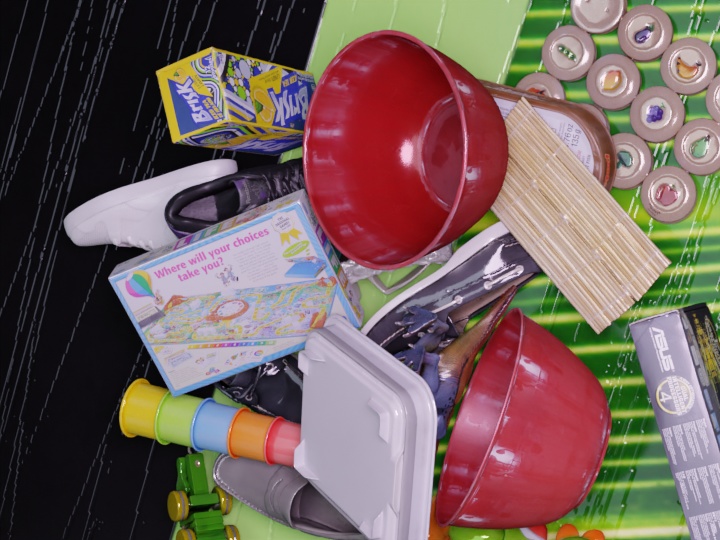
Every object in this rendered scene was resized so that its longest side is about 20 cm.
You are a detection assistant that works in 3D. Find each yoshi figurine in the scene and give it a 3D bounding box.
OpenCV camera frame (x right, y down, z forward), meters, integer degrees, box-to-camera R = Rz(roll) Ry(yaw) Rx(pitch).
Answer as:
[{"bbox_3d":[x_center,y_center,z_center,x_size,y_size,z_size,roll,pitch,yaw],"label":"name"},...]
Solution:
[{"bbox_3d":[0.145,0.281,1.337,0.199,0.112,0.113,16,113,20],"label":"yoshi figurine"}]

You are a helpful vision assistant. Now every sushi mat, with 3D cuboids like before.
[{"bbox_3d":[0.177,-0.048,1.309,0.096,0.012,0.200,-46,76,27],"label":"sushi mat"}]

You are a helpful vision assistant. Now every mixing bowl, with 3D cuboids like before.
[{"bbox_3d":[0.149,0.145,1.295,0.108,0.200,0.201,21,100,-3],"label":"mixing bowl"},{"bbox_3d":[0.055,-0.103,1.291,0.200,0.108,0.201,4,95,48],"label":"mixing bowl"}]

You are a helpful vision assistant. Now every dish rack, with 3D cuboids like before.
[{"bbox_3d":[-0.005,0.145,1.296,0.200,0.043,0.173,33,124,54],"label":"dish rack"}]

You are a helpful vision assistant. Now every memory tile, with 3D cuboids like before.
[{"bbox_3d":[0.243,-0.153,1.324,0.200,0.017,0.154,39,105,18],"label":"memory tile"}]

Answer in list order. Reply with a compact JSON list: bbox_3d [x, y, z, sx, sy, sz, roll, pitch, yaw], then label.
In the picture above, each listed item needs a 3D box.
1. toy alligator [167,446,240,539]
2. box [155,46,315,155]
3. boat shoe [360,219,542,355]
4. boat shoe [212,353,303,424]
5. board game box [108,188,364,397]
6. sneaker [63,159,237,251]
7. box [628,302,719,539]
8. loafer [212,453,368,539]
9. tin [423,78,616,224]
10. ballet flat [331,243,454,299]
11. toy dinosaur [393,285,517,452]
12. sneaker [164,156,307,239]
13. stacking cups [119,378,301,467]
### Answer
[{"bbox_3d":[-0.166,0.230,1.496,0.054,0.059,0.201,-48,50,51],"label":"toy alligator"},{"bbox_3d":[-0.105,-0.152,1.376,0.064,0.200,0.070,-17,84,24],"label":"box"},{"bbox_3d":[0.079,0.035,1.374,0.200,0.074,0.060,-38,72,11],"label":"boat shoe"},{"bbox_3d":[-0.114,0.094,1.459,0.199,0.066,0.075,41,105,17],"label":"boat shoe"},{"bbox_3d":[-0.114,0.023,1.381,0.199,0.034,0.135,-21,109,15],"label":"board game box"},{"bbox_3d":[-0.203,-0.028,1.492,0.199,0.074,0.116,-17,81,22],"label":"sneaker"},{"bbox_3d":[0.284,0.129,1.235,0.049,0.161,0.201,-18,84,23],"label":"box"},{"bbox_3d":[-0.058,0.214,1.434,0.199,0.070,0.070,12,94,22],"label":"loafer"},{"bbox_3d":[0.133,-0.109,1.352,0.199,0.042,0.113,17,102,26],"label":"tin"},{"bbox_3d":[0.000,0.000,1.411,0.199,0.072,0.072,-22,83,23],"label":"ballet flat"},{"bbox_3d":[0.070,0.128,1.347,0.199,0.182,0.105,-14,42,10],"label":"toy dinosaur"},{"bbox_3d":[-0.086,-0.065,1.404,0.199,0.088,0.076,-16,85,-1],"label":"sneaker"},{"bbox_3d":[-0.133,0.153,1.451,0.199,0.060,0.061,11,96,19],"label":"stacking cups"}]
